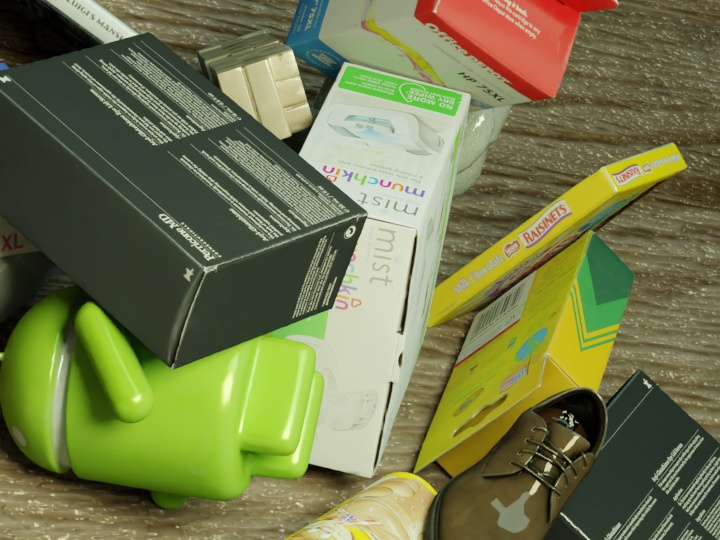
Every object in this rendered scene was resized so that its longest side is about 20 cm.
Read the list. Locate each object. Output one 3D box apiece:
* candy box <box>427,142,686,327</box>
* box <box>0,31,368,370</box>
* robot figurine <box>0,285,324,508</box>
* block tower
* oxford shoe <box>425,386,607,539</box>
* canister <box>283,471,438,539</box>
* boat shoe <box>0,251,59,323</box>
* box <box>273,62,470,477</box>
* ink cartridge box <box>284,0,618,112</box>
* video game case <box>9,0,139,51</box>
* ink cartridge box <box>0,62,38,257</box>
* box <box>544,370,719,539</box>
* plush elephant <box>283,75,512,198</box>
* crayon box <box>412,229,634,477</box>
[{"bbox_3d":[0.135,-0.025,1.937,0.102,0.200,0.027,-16,74,-51],"label":"candy box"},{"bbox_3d":[-0.118,-0.045,1.583,0.200,0.079,0.141,40,35,27],"label":"box"},{"bbox_3d":[-0.125,0.072,1.612,0.198,0.176,0.117,8,70,9],"label":"robot figurine"},{"bbox_3d":[-0.072,-0.122,1.819,0.200,0.054,0.058,-125,-161,-77],"label":"block tower"},{"bbox_3d":[0.099,0.131,1.681,0.073,0.085,0.200,37,39,-1],"label":"oxford shoe"},{"bbox_3d":[0.002,0.215,1.639,0.149,0.087,0.200,48,33,11],"label":"canister"},{"bbox_3d":[-0.220,-0.028,1.714,0.065,0.072,0.200,34,35,5],"label":"boat shoe"},{"bbox_3d":[0.000,0.000,1.762,0.096,0.201,0.177,14,36,6],"label":"box"},{"bbox_3d":[0.059,-0.161,1.767,0.116,0.199,0.068,31,68,-32],"label":"ink cartridge box"},{"bbox_3d":[-0.176,-0.158,1.839,0.181,0.023,0.200,36,-3,-3],"label":"video game case"},{"bbox_3d":[-0.251,-0.075,1.688,0.119,0.042,0.200,-11,36,-27],"label":"ink cartridge box"},{"bbox_3d":[0.188,0.176,1.855,0.141,0.079,0.200,45,35,4],"label":"box"},{"bbox_3d":[0.008,-0.107,1.937,0.154,0.201,0.164,5,16,-36],"label":"plush elephant"},{"bbox_3d":[0.114,0.070,1.870,0.051,0.127,0.200,45,33,-12],"label":"crayon box"}]
